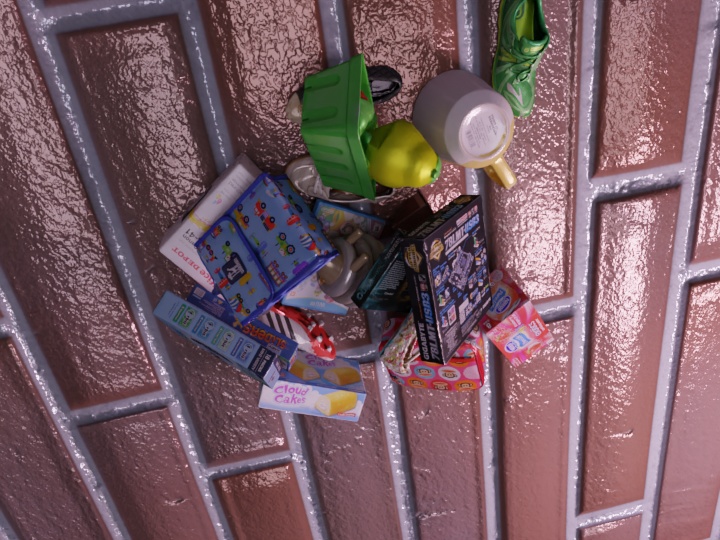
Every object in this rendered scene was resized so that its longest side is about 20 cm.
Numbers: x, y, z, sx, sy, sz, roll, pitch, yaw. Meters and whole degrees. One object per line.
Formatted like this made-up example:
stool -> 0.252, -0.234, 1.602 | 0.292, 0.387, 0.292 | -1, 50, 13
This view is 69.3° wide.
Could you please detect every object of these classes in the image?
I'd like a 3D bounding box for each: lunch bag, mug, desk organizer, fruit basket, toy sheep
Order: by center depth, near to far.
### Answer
fruit basket -> 0.024, -0.198, 0.781 | 0.210, 0.216, 0.160 | 7, 71, -12
lunch bag -> -0.158, -0.026, 0.801 | 0.199, 0.094, 0.152 | -37, 87, 17
mug -> 0.188, -0.230, 0.839 | 0.182, 0.154, 0.153 | 14, 111, -15
toy sheep -> 0.000, 0.000, 0.893 | 0.197, 0.138, 0.139 | 19, 111, -39
desk organizer -> 0.133, -0.037, 0.961 | 0.076, 0.072, 0.202 | -32, 115, 9
lunch bag -> 0.137, 0.150, 0.990 | 0.195, 0.083, 0.178 | -2, 136, 22

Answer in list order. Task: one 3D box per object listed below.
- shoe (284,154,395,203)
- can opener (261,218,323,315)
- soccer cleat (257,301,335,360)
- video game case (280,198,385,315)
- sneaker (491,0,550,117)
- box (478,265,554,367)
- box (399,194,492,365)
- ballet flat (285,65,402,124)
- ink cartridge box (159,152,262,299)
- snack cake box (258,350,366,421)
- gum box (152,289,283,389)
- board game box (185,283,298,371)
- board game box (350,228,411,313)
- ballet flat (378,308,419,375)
shoe -> -0.033, -0.154, 0.891 | 0.194, 0.054, 0.072 | 5, 113, -11
can opener -> -0.125, -0.001, 0.885 | 0.053, 0.066, 0.200 | 51, 117, 19
soccer cleat -> -0.133, 0.114, 0.991 | 0.199, 0.069, 0.085 | 39, 112, -19
video game case -> -0.051, -0.018, 0.948 | 0.140, 0.018, 0.204 | 12, 112, -32
sneaker -> 0.256, -0.347, 0.836 | 0.072, 0.084, 0.205 | -10, 116, -4
box -> 0.282, 0.093, 0.990 | 0.099, 0.096, 0.200 | -38, 139, 9
box -> 0.143, 0.008, 0.817 | 0.049, 0.199, 0.203 | 3, 116, 37
ballet flat -> -0.028, -0.283, 0.833 | 0.195, 0.057, 0.068 | -19, 115, -1
ink cartridge box -> -0.216, -0.070, 0.882 | 0.200, 0.086, 0.147 | -43, 114, 9
snack cake box -> -0.096, 0.218, 1.012 | 0.195, 0.116, 0.069 | 12, 113, -15
gum box -> -0.225, 0.120, 0.853 | 0.197, 0.170, 0.045 | 29, 72, 4
board game box -> -0.201, 0.104, 0.906 | 0.197, 0.136, 0.035 | 30, 71, 2
board game box -> 0.084, 0.008, 0.858 | 0.198, 0.028, 0.137 | 11, 119, -54
ballet flat -> 0.103, 0.095, 0.892 | 0.064, 0.075, 0.202 | 38, 116, 18
